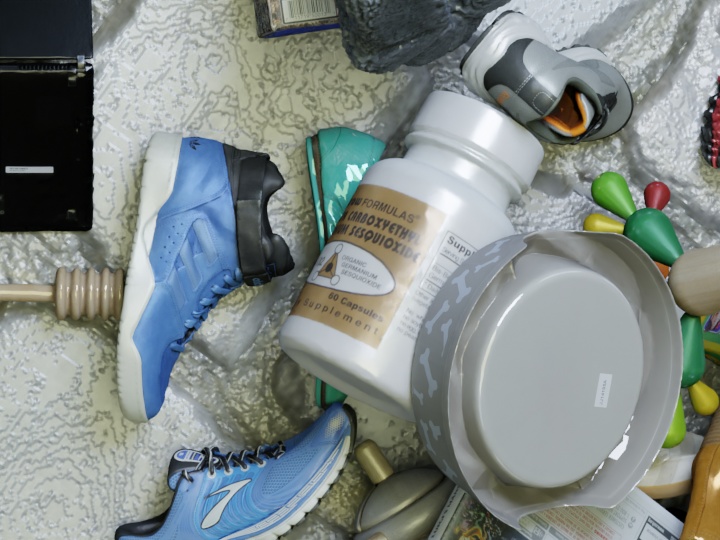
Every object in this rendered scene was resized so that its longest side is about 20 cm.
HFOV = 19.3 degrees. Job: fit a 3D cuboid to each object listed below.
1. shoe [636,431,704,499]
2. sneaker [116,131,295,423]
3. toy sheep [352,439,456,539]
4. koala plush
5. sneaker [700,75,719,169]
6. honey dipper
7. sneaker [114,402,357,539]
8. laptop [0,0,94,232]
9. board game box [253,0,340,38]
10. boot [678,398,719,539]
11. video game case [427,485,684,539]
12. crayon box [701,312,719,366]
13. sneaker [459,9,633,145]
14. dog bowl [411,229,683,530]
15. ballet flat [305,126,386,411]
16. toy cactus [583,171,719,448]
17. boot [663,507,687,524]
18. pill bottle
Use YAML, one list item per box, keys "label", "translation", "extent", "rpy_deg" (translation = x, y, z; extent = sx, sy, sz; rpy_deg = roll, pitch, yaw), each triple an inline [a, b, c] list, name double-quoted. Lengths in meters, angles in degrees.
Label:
- label: "shoe"
  translation: [0.165, 0.122, 1.512]
  extent: [0.199, 0.070, 0.054]
  rpy_deg: [5, 116, -7]
- label: "sneaker"
  translation: [-0.103, 0.010, 1.460]
  extent: [0.111, 0.077, 0.201]
  rpy_deg: [8, 86, 0]
- label: "toy sheep"
  translation: [0.050, 0.207, 1.474]
  extent: [0.138, 0.138, 0.200]
  rpy_deg: [-30, 93, -6]
- label: "koala plush"
  translation: [0.011, -0.245, 1.342]
  extent: [0.177, 0.184, 0.200]
  rpy_deg: [-29, 77, -15]
- label: "sneaker"
  translation: [0.321, -0.156, 1.531]
  extent: [0.095, 0.079, 0.201]
  rpy_deg: [21, 98, -19]
- label: "honey dipper"
  translation: [-0.263, 0.015, 1.459]
  extent: [0.199, 0.038, 0.038]
  rpy_deg: [1, 93, -5]
- label: "sneaker"
  translation: [-0.088, 0.152, 1.465]
  extent: [0.200, 0.079, 0.089]
  rpy_deg: [-38, 92, 5]
- label: "laptop"
  translation: [-0.273, -0.136, 1.458]
  extent: [0.176, 0.103, 0.201]
  rpy_deg: [-1, 119, -9]
- label: "board game box"
  translation: [-0.003, -0.269, 1.450]
  extent: [0.159, 0.097, 0.201]
  rpy_deg: [-8, 95, -9]
- label: "boot"
  translation: [0.302, 0.193, 1.502]
  extent: [0.201, 0.071, 0.144]
  rpy_deg: [38, 54, -24]
- label: "video game case"
  translation: [0.133, 0.213, 1.432]
  extent: [0.200, 0.023, 0.182]
  rpy_deg: [38, 66, -19]
- label: "crayon box"
  translation: [0.305, 0.023, 1.466]
  extent: [0.058, 0.200, 0.119]
  rpy_deg: [31, 88, -10]
- label: "sneaker"
  translation: [0.139, -0.113, 1.447]
  extent: [0.074, 0.200, 0.079]
  rpy_deg: [-49, 64, 16]
- label: "dog bowl"
  translation: [0.118, 0.067, 1.373]
  extent: [0.199, 0.059, 0.201]
  rpy_deg: [-8, 104, -35]
- label: "ballet flat"
  translation: [0.000, 0.000, 1.480]
  extent: [0.070, 0.067, 0.201]
  rpy_deg: [-2, 92, 1]
- label: "toy cactus"
  translation: [0.216, 0.022, 1.461]
  extent: [0.102, 0.165, 0.201]
  rpy_deg: [10, 69, -34]
- label: "boot"
  translation: [0.236, 0.261, 1.531]
  extent: [0.199, 0.076, 0.169]
  rpy_deg: [8, 96, -4]
- label: "pill bottle"
  translation: [0.038, -0.012, 1.407]
  extent: [0.114, 0.114, 0.200]
  rpy_deg: [30, 79, -10]
